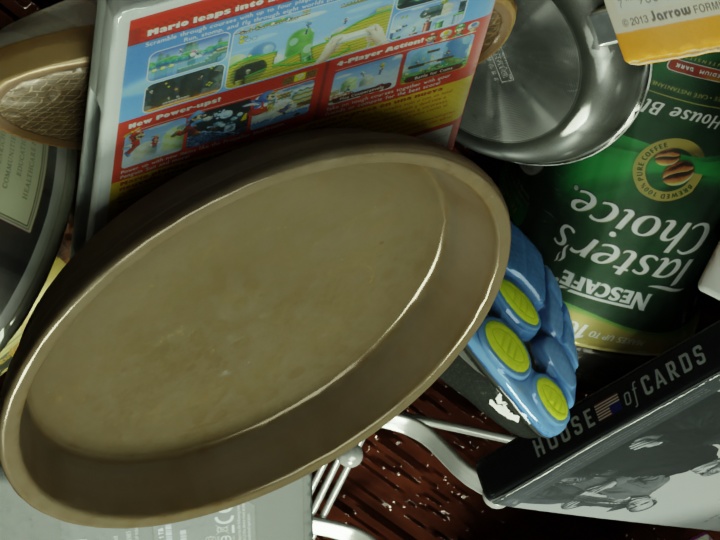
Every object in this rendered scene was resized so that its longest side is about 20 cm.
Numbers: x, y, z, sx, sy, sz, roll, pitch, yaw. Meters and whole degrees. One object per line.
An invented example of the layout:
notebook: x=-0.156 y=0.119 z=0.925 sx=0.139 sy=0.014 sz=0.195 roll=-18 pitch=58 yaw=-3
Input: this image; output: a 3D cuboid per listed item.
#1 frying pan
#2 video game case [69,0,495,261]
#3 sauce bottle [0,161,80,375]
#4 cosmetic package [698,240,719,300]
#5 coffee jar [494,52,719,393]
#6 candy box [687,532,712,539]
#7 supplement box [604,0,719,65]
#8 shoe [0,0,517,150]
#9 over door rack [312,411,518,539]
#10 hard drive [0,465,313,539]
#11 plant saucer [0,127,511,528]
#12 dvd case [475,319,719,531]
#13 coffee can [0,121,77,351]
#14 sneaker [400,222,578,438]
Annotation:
frying pan: x=0.088 y=-0.080 z=1.079 sx=0.031 sy=0.190 sz=0.115 roll=-45 pitch=141 yaw=-48
video game case: x=-0.027 y=-0.049 z=0.981 sx=0.143 sy=0.017 sz=0.200 roll=-17 pitch=152 yaw=-20
sauce bottle: x=-0.178 y=0.032 z=1.114 sx=0.200 sy=0.066 sz=0.066 roll=-39 pitch=135 yaw=13
cosmetic package: x=0.200 y=-0.030 z=1.143 sx=0.102 sy=0.071 sz=0.200 roll=-63 pitch=168 yaw=12
coffee jar: x=0.108 y=-0.041 z=1.166 sx=0.104 sy=0.085 sz=0.200 roll=9 pitch=125 yaw=-18
candy box: x=0.107 y=0.217 z=1.359 sx=0.136 sy=0.061 sz=0.200 roll=-22 pitch=149 yaw=-18
supplement box: x=0.117 y=-0.183 z=0.936 sx=0.126 sy=0.073 sz=0.200 roll=-27 pitch=103 yaw=-36
shoe: x=-0.043 y=-0.085 z=0.987 sx=0.200 sy=0.053 sz=0.070 roll=-11 pitch=154 yaw=-28
over door rack: x=0.049 y=0.134 z=1.312 sx=0.200 sy=0.067 sz=0.148 roll=6 pitch=127 yaw=-30
hard drive: x=-0.120 y=0.118 z=1.207 sx=0.200 sy=0.033 sz=0.140 roll=-5 pitch=132 yaw=-6
plant saucer: x=-0.040 y=0.019 z=1.021 sx=0.200 sy=0.029 sz=0.200 roll=-23 pitch=148 yaw=-16
dvd case: x=0.165 y=0.066 z=1.231 sx=0.150 sy=0.025 sz=0.200 roll=-33 pitch=154 yaw=31
coffee can: x=-0.215 y=-0.049 z=0.961 sx=0.200 sy=0.146 sz=0.146 roll=27 pitch=114 yaw=-40
sneaker: x=0.000 y=0.000 z=1.129 sx=0.199 sy=0.071 sz=0.083 roll=33 pitch=131 yaw=-5
